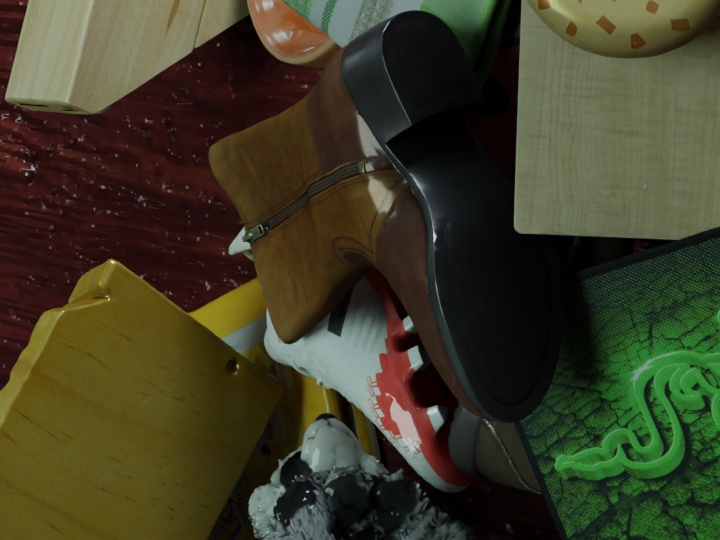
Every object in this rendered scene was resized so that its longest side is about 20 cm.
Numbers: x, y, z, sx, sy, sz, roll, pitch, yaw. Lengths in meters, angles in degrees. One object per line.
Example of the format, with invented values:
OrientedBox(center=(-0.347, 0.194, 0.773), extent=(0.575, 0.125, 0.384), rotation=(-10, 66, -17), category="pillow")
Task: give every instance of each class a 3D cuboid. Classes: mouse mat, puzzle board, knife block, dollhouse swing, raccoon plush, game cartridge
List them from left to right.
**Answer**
OrientedBox(center=(-0.166, 0.113, 1.498), extent=(0.176, 0.182, 0.200), rotation=(7, 64, 51), category="dollhouse swing")
OrientedBox(center=(-0.123, -0.198, 1.526), extent=(0.064, 0.200, 0.176), rotation=(6, 126, 52), category="knife block")
OrientedBox(center=(-0.061, 0.101, 1.568), extent=(0.200, 0.032, 0.177), rotation=(-26, 71, 49), category="game cartridge")
OrientedBox(center=(-0.020, 0.168, 1.380), extent=(0.134, 0.096, 0.201), rotation=(159, 127, -75), category="raccoon plush")
OrientedBox(center=(0.143, -0.113, 1.237), extent=(0.150, 0.017, 0.201), rotation=(3, 94, 12), category="puzzle board")
OrientedBox(center=(0.146, 0.067, 1.260), extent=(0.200, 0.008, 0.161), rotation=(-19, 95, 43), category="mouse mat")

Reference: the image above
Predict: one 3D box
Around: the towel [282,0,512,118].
OrientedBox(center=(0.011, -0.175, 1.348), extent=(0.200, 0.031, 0.150), rotation=(42, 124, 37), category="towel")

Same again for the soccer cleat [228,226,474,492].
OrientedBox(center=(-0.002, 0.036, 1.446), extent=(0.085, 0.069, 0.200), rotation=(-41, 58, 22), category="soccer cleat")

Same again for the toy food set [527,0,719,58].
OrientedBox(center=(0.138, -0.198, 1.199), extent=(0.199, 0.049, 0.199), rotation=(-19, 90, 13), category="toy food set")

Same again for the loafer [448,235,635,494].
OrientedBox(center=(0.103, 0.020, 1.332), extent=(0.071, 0.073, 0.200), rotation=(32, 126, 25), category="loafer")

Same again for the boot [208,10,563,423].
OrientedBox(center=(0.000, 0.000, 1.335), extent=(0.200, 0.068, 0.189), rotation=(-34, 79, 57), category="boot")

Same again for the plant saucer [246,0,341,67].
OrientedBox(center=(-0.005, -0.199, 1.450), extent=(0.200, 0.032, 0.201), rotation=(-172, 90, -66), category="plant saucer")

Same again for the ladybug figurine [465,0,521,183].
OrientedBox(center=(0.066, -0.114, 1.359), extent=(0.136, 0.072, 0.200), rotation=(42, 123, 44), category="ladybug figurine")
